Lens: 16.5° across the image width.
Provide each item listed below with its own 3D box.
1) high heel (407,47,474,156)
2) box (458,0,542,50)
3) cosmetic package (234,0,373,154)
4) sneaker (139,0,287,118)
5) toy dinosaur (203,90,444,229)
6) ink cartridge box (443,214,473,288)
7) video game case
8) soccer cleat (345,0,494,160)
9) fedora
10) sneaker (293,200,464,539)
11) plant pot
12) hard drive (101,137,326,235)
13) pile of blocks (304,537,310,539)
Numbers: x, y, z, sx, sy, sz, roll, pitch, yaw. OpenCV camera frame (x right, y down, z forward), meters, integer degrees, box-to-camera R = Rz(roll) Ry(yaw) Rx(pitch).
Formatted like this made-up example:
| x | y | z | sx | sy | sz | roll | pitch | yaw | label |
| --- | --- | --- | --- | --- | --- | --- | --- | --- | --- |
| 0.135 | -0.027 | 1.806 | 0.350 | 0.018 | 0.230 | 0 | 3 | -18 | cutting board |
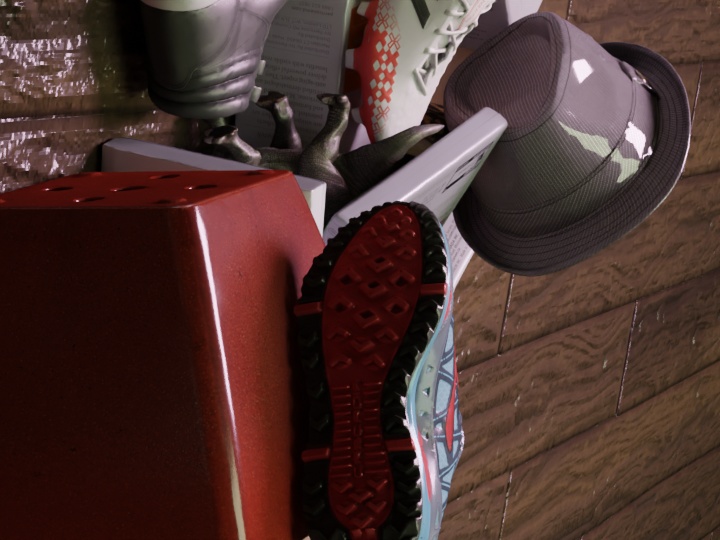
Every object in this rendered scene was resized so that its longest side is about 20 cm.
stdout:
| x | y | z | sx | sy | sz | roll | pitch | yaw | label |
| --- | --- | --- | --- | --- | --- | --- | --- | --- | --- |
| 0.060 | -0.150 | 1.748 | 0.200 | 0.071 | 0.143 | -38 | 146 | -83 | high heel |
| 0.072 | -0.271 | 1.672 | 0.200 | 0.106 | 0.152 | 76 | 34 | -51 | box |
| -0.029 | -0.089 | 1.567 | 0.101 | 0.071 | 0.200 | -31 | 131 | -63 | cosmetic package |
| -0.069 | -0.154 | 1.440 | 0.200 | 0.071 | 0.099 | -43 | 144 | -51 | sneaker |
| -0.048 | -0.051 | 1.479 | 0.200 | 0.077 | 0.102 | -18 | 116 | -23 | toy dinosaur |
| 0.060 | -0.035 | 1.824 | 0.200 | 0.044 | 0.174 | -60 | -173 | -31 | ink cartridge box |
| 0.000 | 0.000 | 1.521 | 0.200 | 0.022 | 0.182 | -38 | 163 | -53 | video game case |
| 0.047 | -0.163 | 1.503 | 0.069 | 0.085 | 0.200 | 6 | 95 | -69 | soccer cleat |
| 0.118 | -0.099 | 1.614 | 0.090 | 0.177 | 0.200 | 49 | 21 | -32 | fedora |
| 0.012 | 0.065 | 1.265 | 0.096 | 0.079 | 0.200 | 45 | 49 | -66 | sneaker |
| -0.114 | 0.042 | 1.279 | 0.200 | 0.200 | 0.176 | -25 | 113 | -65 | plant pot |
| -0.089 | 0.034 | 1.397 | 0.027 | 0.132 | 0.200 | -34 | 133 | -59 | hard drive |
| -0.048 | 0.211 | 1.335 | 0.082 | 0.062 | 0.200 | 38 | 38 | -46 | pile of blocks |
